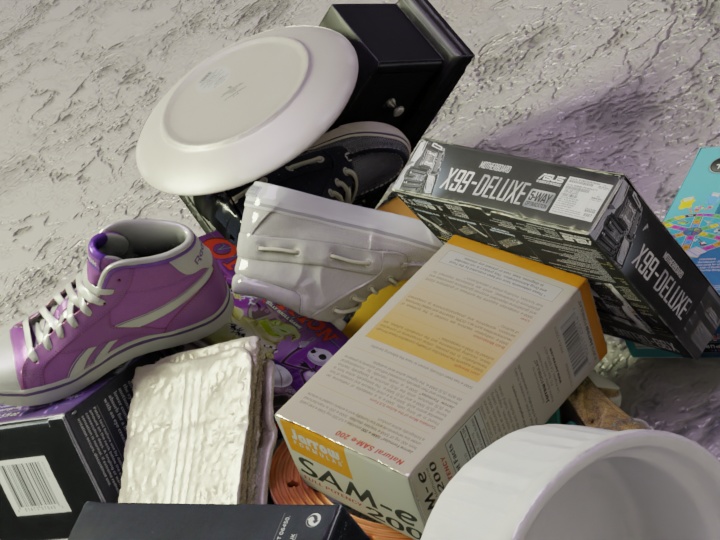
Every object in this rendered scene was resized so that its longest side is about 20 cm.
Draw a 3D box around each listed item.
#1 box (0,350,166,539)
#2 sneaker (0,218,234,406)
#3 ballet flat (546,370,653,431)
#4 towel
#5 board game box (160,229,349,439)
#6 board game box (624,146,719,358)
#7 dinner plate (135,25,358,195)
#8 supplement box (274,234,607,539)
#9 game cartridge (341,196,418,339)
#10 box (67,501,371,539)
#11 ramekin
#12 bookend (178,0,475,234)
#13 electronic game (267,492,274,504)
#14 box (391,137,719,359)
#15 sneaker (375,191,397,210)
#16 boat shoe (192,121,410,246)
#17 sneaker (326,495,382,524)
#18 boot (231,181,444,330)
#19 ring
[{"bbox_3d":[-0.194,0.117,1.364,0.147,0.105,0.200,-12,19,39],"label":"box"},{"bbox_3d":[-0.201,0.020,1.251,0.199,0.115,0.073,-24,52,0],"label":"sneaker"},{"bbox_3d":[0.162,0.106,1.205,0.070,0.071,0.200,-30,30,-3],"label":"ballet flat"},{"bbox_3d":[-0.119,0.149,1.215,0.132,0.034,0.202,-14,60,39],"label":"towel"},{"bbox_3d":[-0.092,0.047,1.324,0.120,0.032,0.200,-20,47,-42],"label":"board game box"},{"bbox_3d":[0.295,-0.018,1.288,0.150,0.047,0.200,-2,39,38],"label":"board game box"},{"bbox_3d":[-0.096,-0.137,1.384,0.199,0.024,0.201,-19,38,15],"label":"dinner plate"},{"bbox_3d":[0.057,0.077,1.172,0.125,0.074,0.200,21,54,41],"label":"supplement box"},{"bbox_3d":[0.052,0.021,1.369,0.199,0.032,0.177,-31,59,-4],"label":"game cartridge"},{"bbox_3d":[-0.062,0.238,1.031,0.197,0.200,0.124,-5,47,33],"label":"box"},{"bbox_3d":[0.124,0.184,0.988,0.200,0.201,0.097,-42,25,-22],"label":"ramekin"},{"bbox_3d":[-0.037,-0.137,1.481,0.198,0.201,0.092,-9,52,-47],"label":"bookend"},{"bbox_3d":[-0.139,0.214,1.294,0.199,0.042,0.200,-27,25,14],"label":"electronic game"},{"bbox_3d":[0.139,-0.016,1.219,0.199,0.158,0.050,15,68,49],"label":"box"},{"bbox_3d":[0.019,-0.039,1.487,0.139,0.078,0.201,-9,33,6],"label":"sneaker"},{"bbox_3d":[-0.030,-0.058,1.411,0.199,0.075,0.093,-17,44,-25],"label":"boat shoe"},{"bbox_3d":[-0.008,0.193,1.213,0.079,0.071,0.201,-5,26,-8],"label":"sneaker"},{"bbox_3d":[0.000,0.000,1.327,0.198,0.096,0.074,13,1,-7],"label":"boot"},{"bbox_3d":[0.034,0.148,1.208,0.198,0.019,0.201,0,27,0],"label":"ring"}]
